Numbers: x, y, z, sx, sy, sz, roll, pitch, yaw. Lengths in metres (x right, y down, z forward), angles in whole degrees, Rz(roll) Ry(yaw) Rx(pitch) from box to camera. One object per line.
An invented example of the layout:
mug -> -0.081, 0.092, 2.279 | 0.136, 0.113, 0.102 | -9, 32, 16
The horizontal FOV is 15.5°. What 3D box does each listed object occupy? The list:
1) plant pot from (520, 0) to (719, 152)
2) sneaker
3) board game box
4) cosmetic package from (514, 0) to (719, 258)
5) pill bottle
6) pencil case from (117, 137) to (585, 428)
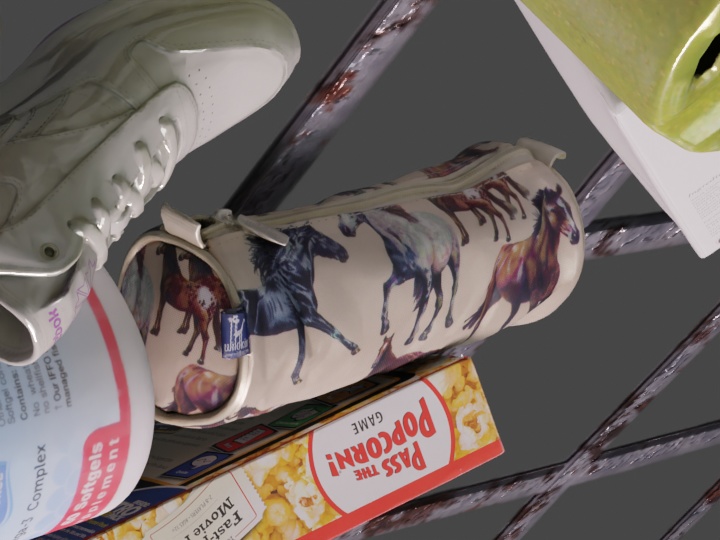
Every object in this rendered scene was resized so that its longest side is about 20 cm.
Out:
plant pot -> 0.088, -0.143, 0.758 | 0.200, 0.184, 0.200 | -29, 157, -14
sneaker -> -0.098, -0.021, 0.855 | 0.200, 0.100, 0.075 | -28, 154, -20
board game box -> -0.063, 0.091, 1.105 | 0.200, 0.046, 0.151 | -25, -169, -23
cosmetic package -> 0.114, -0.091, 1.000 | 0.081, 0.113, 0.200 | -36, 160, 3
pill bottle -> -0.176, 0.055, 0.883 | 0.200, 0.109, 0.109 | -16, 152, -39
pencil case -> 0.000, 0.000, 1.064 | 0.200, 0.078, 0.089 | -17, 136, -38
